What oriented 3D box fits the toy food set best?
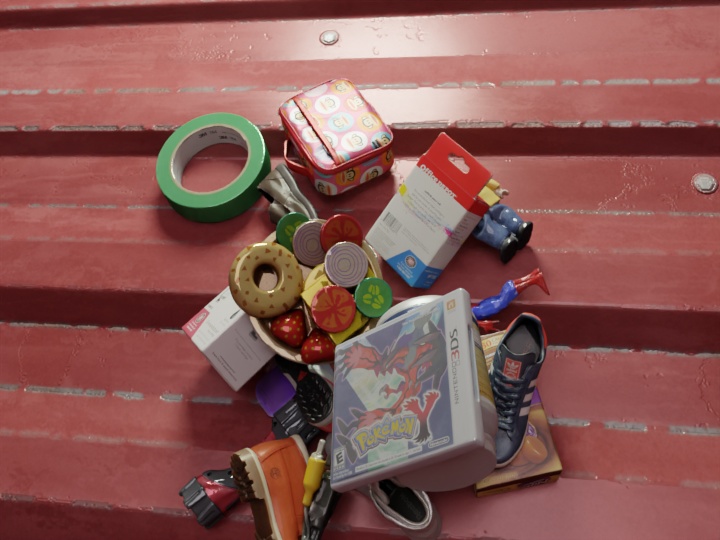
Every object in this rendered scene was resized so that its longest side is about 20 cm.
[{"bbox_3d":[-0.060,0.021,0.927,0.197,0.049,0.201,-37,84,-13],"label":"toy food set"}]

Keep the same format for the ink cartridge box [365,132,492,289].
[{"bbox_3d":[0.111,-0.088,1.048,0.116,0.067,0.202,45,107,27],"label":"ink cartridge box"}]

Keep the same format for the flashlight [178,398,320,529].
[{"bbox_3d":[-0.153,0.260,0.958,0.199,0.068,0.068,-42,27,-16],"label":"flashlight"}]

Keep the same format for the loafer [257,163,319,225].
[{"bbox_3d":[-0.111,-0.088,1.139,0.070,0.074,0.201,-31,52,-4],"label":"loafer"}]

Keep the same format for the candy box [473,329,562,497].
[{"bbox_3d":[0.187,0.190,0.947,0.114,0.057,0.204,-13,59,3],"label":"candy box"}]

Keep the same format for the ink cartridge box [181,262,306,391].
[{"bbox_3d":[-0.149,0.060,1.015,0.200,0.083,0.146,-43,23,-14],"label":"ink cartridge box"}]

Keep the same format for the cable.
[{"bbox_3d":[-0.067,0.318,0.866,0.049,0.098,0.203,14,64,18],"label":"cable"}]

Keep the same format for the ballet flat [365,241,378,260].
[{"bbox_3d":[0.000,0.000,1.038,0.062,0.069,0.201,-18,35,-1],"label":"ballet flat"}]

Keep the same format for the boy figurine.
[{"bbox_3d":[0.172,-0.098,1.099,0.124,0.065,0.199,-43,63,-14],"label":"boy figurine"}]

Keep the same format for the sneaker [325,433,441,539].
[{"bbox_3d":[0.024,0.261,0.900,0.199,0.116,0.074,36,74,25],"label":"sneaker"}]

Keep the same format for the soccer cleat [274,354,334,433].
[{"bbox_3d":[-0.067,0.149,0.981,0.068,0.073,0.201,-39,42,6],"label":"soccer cleat"}]

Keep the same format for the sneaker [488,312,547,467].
[{"bbox_3d":[0.190,0.145,0.890,0.073,0.085,0.204,13,64,15],"label":"sneaker"}]

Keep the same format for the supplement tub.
[{"bbox_3d":[0.091,0.150,0.861,0.140,0.146,0.203,-9,49,4],"label":"supplement tub"}]

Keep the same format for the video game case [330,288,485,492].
[{"bbox_3d":[0.045,0.135,0.785,0.198,0.023,0.186,-28,45,32],"label":"video game case"}]

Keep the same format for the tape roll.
[{"bbox_3d":[-0.256,-0.182,1.220,0.195,0.048,0.205,-4,62,7],"label":"tape roll"}]

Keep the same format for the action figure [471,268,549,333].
[{"bbox_3d":[0.176,0.060,1.010,0.196,0.066,0.053,-23,100,11],"label":"action figure"}]

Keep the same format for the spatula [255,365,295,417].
[{"bbox_3d":[-0.072,0.132,1.035,0.199,0.021,0.057,-39,68,-16],"label":"spatula"}]

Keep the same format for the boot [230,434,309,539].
[{"bbox_3d":[-0.088,0.317,0.902,0.105,0.075,0.205,-14,84,-36],"label":"boot"}]

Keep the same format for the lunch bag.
[{"bbox_3d":[-0.052,-0.224,1.182,0.173,0.083,0.202,-26,57,-13],"label":"lunch bag"}]
